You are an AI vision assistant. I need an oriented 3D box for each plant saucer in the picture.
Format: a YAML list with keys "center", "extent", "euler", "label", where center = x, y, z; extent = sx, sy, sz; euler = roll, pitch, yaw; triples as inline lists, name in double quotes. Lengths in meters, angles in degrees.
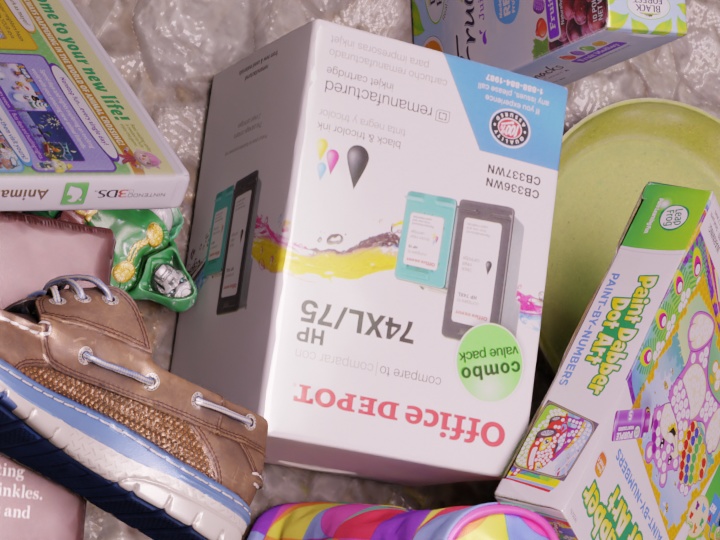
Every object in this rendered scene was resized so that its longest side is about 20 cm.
- center: [0.171, 0.001, 1.159]
  extent: [0.198, 0.031, 0.202]
  euler: [4, 80, -25]
  label: "plant saucer"

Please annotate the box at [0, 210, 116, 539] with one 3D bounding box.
- center: [-0.219, 0.078, 0.882]
  extent: [0.164, 0.164, 0.202]
  euler: [10, 78, -24]
  label: "box"

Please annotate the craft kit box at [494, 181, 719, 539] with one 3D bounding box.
- center: [0.156, 0.094, 1.032]
  extent: [0.198, 0.048, 0.201]
  euler: [-59, 140, -25]
  label: "craft kit box"

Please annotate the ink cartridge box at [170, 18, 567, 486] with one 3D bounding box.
- center: [0.000, 0.000, 1.010]
  extent: [0.145, 0.146, 0.202]
  euler: [12, 79, -23]
  label: "ink cartridge box"

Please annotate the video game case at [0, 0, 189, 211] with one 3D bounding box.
- center: [-0.195, -0.093, 0.886]
  extent: [0.181, 0.022, 0.200]
  euler: [-2, 40, -35]
  label: "video game case"

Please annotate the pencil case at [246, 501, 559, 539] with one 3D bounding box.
- center: [0.014, 0.153, 0.972]
  extent: [0.088, 0.199, 0.089]
  euler: [6, 80, -34]
  label: "pencil case"

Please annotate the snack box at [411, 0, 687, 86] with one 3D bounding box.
- center: [0.092, -0.170, 1.049]
  extent: [0.052, 0.200, 0.144]
  euler: [2, 82, -26]
  label: "snack box"

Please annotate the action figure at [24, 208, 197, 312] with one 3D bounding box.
- center: [-0.157, -0.049, 0.991]
  extent: [0.200, 0.055, 0.118]
  euler: [41, 78, -12]
  label: "action figure"

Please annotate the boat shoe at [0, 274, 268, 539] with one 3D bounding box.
- center: [-0.121, 0.042, 0.810]
  extent: [0.200, 0.072, 0.073]
  euler: [38, 62, -29]
  label: "boat shoe"
